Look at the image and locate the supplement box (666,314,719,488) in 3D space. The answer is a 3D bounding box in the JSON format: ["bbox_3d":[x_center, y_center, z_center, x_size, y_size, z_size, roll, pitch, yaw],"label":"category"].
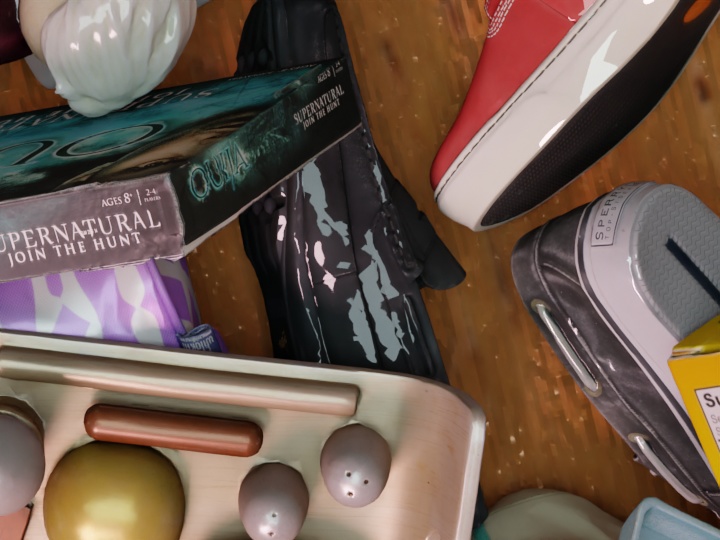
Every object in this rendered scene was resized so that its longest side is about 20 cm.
[{"bbox_3d":[0.204,0.088,0.858,0.109,0.109,0.201,-31,102,-35],"label":"supplement box"}]

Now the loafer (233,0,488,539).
[{"bbox_3d":[0.000,0.000,0.927,0.070,0.068,0.202,-11,93,-18],"label":"loafer"}]

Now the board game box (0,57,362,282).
[{"bbox_3d":[-0.115,-0.025,0.854,0.199,0.135,0.028,-9,105,25],"label":"board game box"}]

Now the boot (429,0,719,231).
[{"bbox_3d":[0.055,-0.123,0.901,0.144,0.072,0.200,45,122,17],"label":"boot"}]

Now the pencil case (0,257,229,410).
[{"bbox_3d":[-0.146,0.033,0.927,0.199,0.084,0.086,-18,137,5],"label":"pencil case"}]

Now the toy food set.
[{"bbox_3d":[-0.066,0.102,0.870,0.199,0.060,0.144,7,103,-2],"label":"toy food set"}]

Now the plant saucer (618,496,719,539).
[{"bbox_3d":[0.154,0.141,0.896,0.199,0.019,0.070,26,72,-29],"label":"plant saucer"}]

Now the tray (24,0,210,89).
[{"bbox_3d":[-0.052,-0.156,0.926,0.199,0.022,0.108,-30,94,5],"label":"tray"}]

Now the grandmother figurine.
[{"bbox_3d":[-0.145,-0.089,0.872,0.199,0.121,0.061,9,132,25],"label":"grandmother figurine"}]

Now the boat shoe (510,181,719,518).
[{"bbox_3d":[0.127,0.046,0.923,0.200,0.071,0.072,53,56,-23],"label":"boat shoe"}]

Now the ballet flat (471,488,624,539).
[{"bbox_3d":[0.127,0.141,0.936,0.199,0.069,0.070,25,97,-2],"label":"ballet flat"}]
